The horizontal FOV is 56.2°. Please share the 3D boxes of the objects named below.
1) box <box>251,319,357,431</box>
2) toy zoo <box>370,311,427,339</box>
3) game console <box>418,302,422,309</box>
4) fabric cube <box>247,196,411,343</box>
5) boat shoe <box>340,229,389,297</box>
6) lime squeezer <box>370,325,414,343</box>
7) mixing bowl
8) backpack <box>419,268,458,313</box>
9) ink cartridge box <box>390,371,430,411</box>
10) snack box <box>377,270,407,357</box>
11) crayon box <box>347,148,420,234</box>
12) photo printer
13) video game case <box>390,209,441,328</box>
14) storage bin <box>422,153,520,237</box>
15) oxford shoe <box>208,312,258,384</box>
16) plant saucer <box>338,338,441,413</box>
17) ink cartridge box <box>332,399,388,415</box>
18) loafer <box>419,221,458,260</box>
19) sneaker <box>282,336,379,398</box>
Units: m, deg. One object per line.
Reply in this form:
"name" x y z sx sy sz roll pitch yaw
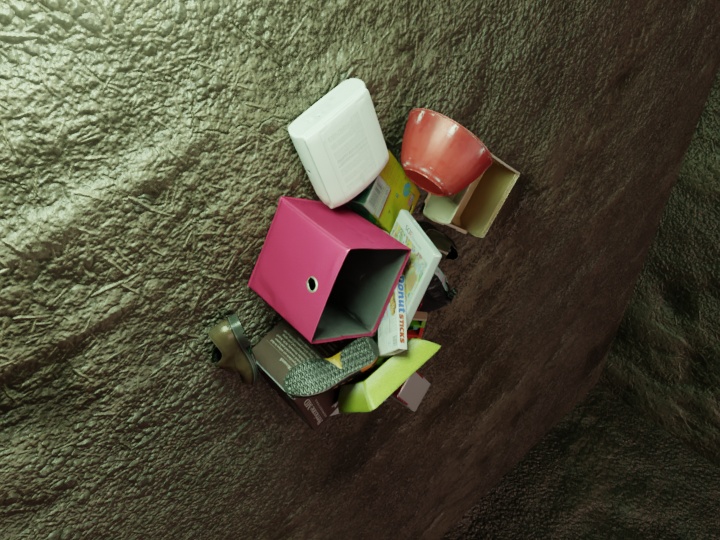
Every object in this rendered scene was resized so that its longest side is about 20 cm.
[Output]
"box" -0.099 0.193 1.447 0.200 0.164 0.167 -43 146 -16
"toy zoo" 0.085 0.144 1.623 0.201 0.129 0.021 94 2 -62
"game console" 0.050 0.010 1.484 0.196 0.031 0.180 5 116 -5
"fabric cube" -0.061 -0.005 1.289 0.198 0.199 0.199 -1 121 -51
"boat shoe" 0.000 0.000 1.423 0.064 0.072 0.202 14 114 -25
"lime squeezer" 0.032 0.164 1.589 0.197 0.038 0.071 -22 165 -1
"mixing bowl" 0.154 -0.222 1.359 0.109 0.199 0.200 -57 147 -5
"backpack" 0.123 0.028 1.605 0.166 0.127 0.200 -33 144 3
"ink cartridge box" 0.056 0.249 1.661 0.084 0.198 0.147 -57 148 -10
"snack box" 0.061 0.065 1.334 0.024 0.204 0.072 11 156 -29
"crayon box" 0.052 -0.154 1.408 0.200 0.050 0.129 42 69 -57
"photo printer" -0.032 -0.223 1.236 0.166 0.069 0.201 -42 141 -14
"video game case" 0.083 0.006 1.366 0.023 0.183 0.202 10 118 -26
"storage bin" 0.267 -0.191 1.638 0.199 0.093 0.201 12 109 -55
"oxford shoe" -0.254 0.166 1.328 0.083 0.073 0.202 -25 138 -12
"plant saucer" 0.044 0.207 1.374 0.199 0.048 0.199 -39 -177 -24
"ink cartridge box" -0.055 0.287 1.607 0.197 0.048 0.198 -20 145 9
"loafer" 0.191 -0.067 1.671 0.199 0.071 0.074 9 112 -55
"sneaker" -0.053 0.204 1.312 0.197 0.071 0.090 -23 153 -12
